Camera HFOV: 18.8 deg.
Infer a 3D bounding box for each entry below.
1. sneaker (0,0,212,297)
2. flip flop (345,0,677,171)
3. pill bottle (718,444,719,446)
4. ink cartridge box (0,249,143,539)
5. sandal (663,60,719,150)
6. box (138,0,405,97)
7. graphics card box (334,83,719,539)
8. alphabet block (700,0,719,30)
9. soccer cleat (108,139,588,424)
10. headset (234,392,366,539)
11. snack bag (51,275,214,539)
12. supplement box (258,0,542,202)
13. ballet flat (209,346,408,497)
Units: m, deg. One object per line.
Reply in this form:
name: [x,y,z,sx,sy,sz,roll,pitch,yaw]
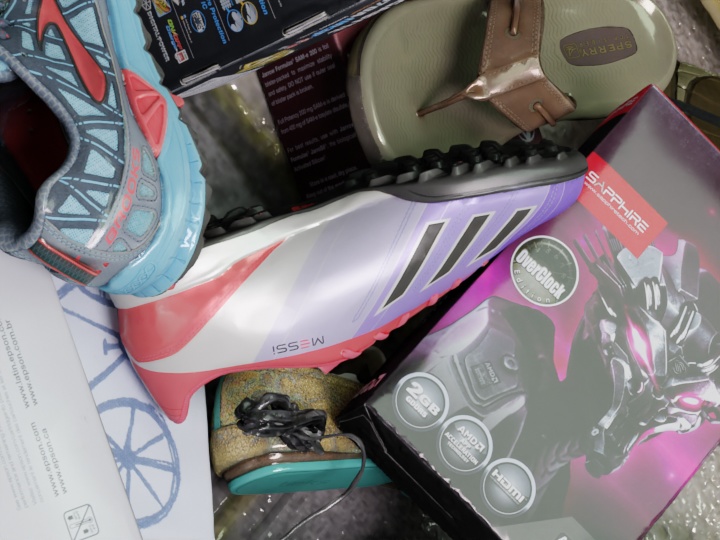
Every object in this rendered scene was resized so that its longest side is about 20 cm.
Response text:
sneaker: [-0.129,-0.082,0.819,0.095,0.079,0.200,4,48,-50]
flip flop: [0.075,-0.091,0.962,0.200,0.058,0.081,-15,88,-36]
pill bottle: [0.161,0.029,1.051,0.199,0.111,0.112,8,73,-38]
ink cartridge box: [-0.172,0.105,0.771,0.200,0.043,0.197,-17,87,-37]
sandal: [0.157,-0.062,1.078,0.080,0.054,0.200,24,25,-1]
box: [-0.064,-0.184,0.887,0.046,0.159,0.201,-22,92,-42]
graphics card box: [0.099,0.033,0.912,0.125,0.051,0.200,46,70,-4]
alphabet block: [0.322,-0.159,1.159,0.200,0.196,0.195,53,36,-15]
soccer cleat: [0.000,0.000,0.876,0.199,0.068,0.073,-17,101,-6]
headset: [-0.028,0.151,0.842,0.094,0.123,0.201,37,54,-66]
snack bag: [-0.148,0.022,0.853,0.199,0.021,0.189,3,76,-37]
supplement box: [0.004,-0.121,0.993,0.109,0.061,0.201,-20,91,-41]
ballet flat: [0.020,0.067,0.955,0.199,0.071,0.071,8,73,-37]
